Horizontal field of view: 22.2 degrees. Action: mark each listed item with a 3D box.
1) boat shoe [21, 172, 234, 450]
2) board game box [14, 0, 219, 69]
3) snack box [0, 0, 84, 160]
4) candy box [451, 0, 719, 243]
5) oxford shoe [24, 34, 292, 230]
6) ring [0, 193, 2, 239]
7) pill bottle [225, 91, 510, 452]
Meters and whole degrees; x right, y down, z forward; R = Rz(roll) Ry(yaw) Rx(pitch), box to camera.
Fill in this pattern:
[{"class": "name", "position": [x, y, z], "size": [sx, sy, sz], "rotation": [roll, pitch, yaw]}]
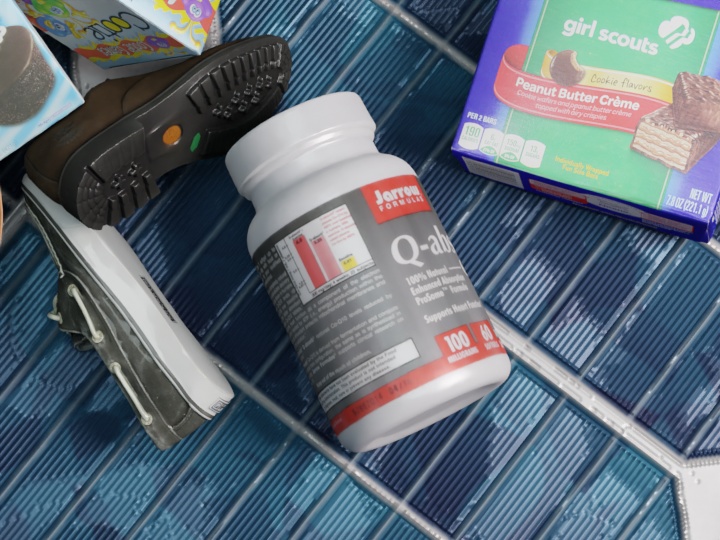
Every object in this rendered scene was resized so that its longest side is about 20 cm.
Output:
[{"class": "boat shoe", "position": [-0.162, 0.021, 1.148], "size": [0.064, 0.071, 0.200], "rotation": [-39, 75, 4]}, {"class": "board game box", "position": [-0.136, -0.242, 1.151], "size": [0.105, 0.103, 0.200], "rotation": [-1, 66, 46]}, {"class": "snack box", "position": [-0.280, -0.092, 1.091], "size": [0.200, 0.037, 0.116], "rotation": [-36, 114, -5]}, {"class": "candy box", "position": [0.169, -0.139, 1.155], "size": [0.169, 0.077, 0.200], "rotation": [17, 84, 11]}, {"class": "oxford shoe", "position": [-0.126, -0.104, 1.152], "size": [0.084, 0.073, 0.200], "rotation": [29, 45, 35]}, {"class": "ring", "position": [-0.310, -0.030, 1.070], "size": [0.200, 0.019, 0.201], "rotation": [-6, 109, -17]}, {"class": "pill bottle", "position": [0.000, 0.000, 1.126], "size": [0.116, 0.116, 0.200], "rotation": [-26, 80, -3]}]
